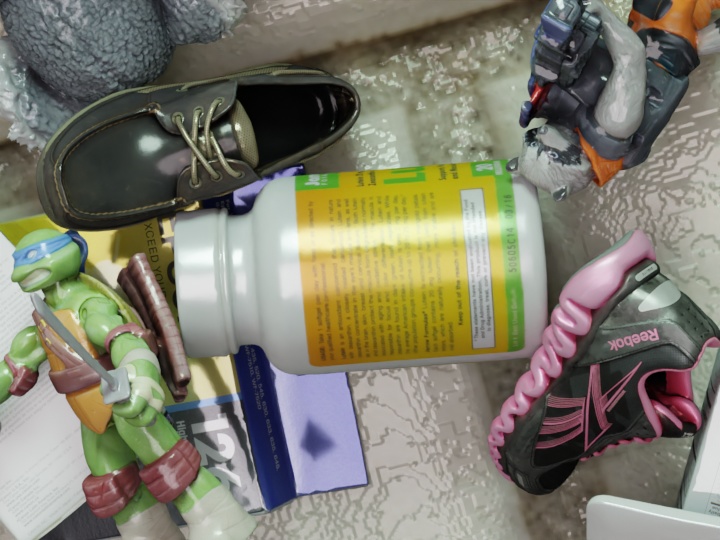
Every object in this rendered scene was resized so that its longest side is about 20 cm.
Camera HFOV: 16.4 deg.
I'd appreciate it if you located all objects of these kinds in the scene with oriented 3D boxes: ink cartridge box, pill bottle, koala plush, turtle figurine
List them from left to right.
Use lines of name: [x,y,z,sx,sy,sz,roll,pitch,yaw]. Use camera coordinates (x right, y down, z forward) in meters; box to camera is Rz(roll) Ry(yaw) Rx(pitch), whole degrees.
ink cartridge box: [-0.210,0.045,1.414,0.109,0.050,0.200,-40,92,1]
koala plush: [-0.176,-0.174,1.390,0.177,0.184,0.200,-32,102,11]
turtle figurine: [-0.156,0.088,1.313,0.144,0.200,0.194,-28,102,14]
ink cartridge box: [-0.113,0.052,1.458,0.200,0.047,0.198,-11,94,12]
pill bottle: [0.000,0.000,1.385,0.200,0.111,0.111,-4,95,0]

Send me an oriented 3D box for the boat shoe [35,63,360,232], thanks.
boat shoe: [-0.086,-0.076,1.371,0.200,0.073,0.075,-25,97,-34]

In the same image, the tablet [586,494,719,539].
tablet: [0.187,0.195,1.368,0.130,0.014,0.200,10,141,13]

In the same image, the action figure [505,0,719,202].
action figure: [0.151,-0.116,1.320,0.105,0.200,0.194,41,95,6]

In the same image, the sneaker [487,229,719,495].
sneaker: [0.137,0.071,1.359,0.095,0.079,0.200,39,142,15]

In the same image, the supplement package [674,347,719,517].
supplement package: [0.249,0.064,1.366,0.114,0.110,0.200,17,98,6]
